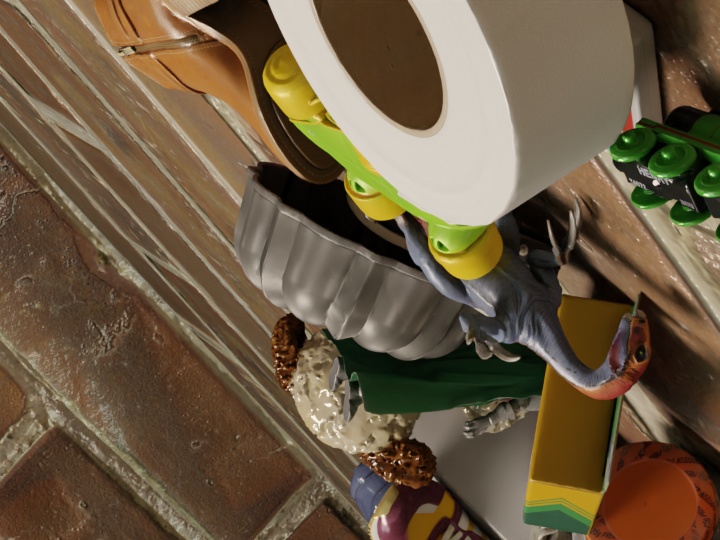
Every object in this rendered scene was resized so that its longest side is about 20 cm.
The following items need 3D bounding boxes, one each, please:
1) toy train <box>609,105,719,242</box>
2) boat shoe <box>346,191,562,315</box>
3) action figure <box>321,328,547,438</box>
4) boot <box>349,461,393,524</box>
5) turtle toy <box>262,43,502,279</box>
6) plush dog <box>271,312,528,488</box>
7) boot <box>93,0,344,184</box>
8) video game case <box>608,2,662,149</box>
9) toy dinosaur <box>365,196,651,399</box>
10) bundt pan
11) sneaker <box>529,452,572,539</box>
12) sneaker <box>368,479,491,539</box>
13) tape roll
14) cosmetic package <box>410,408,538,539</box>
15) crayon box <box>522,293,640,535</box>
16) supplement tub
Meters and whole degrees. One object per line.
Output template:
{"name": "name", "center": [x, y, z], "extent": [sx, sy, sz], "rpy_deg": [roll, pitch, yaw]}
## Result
{"name": "toy train", "center": [0.182, -0.033, 0.893], "extent": [0.200, 0.056, 0.042], "rpy_deg": [31, 155, 54]}
{"name": "boat shoe", "center": [0.063, -0.030, 1.392], "extent": [0.074, 0.060, 0.200], "rpy_deg": [6, -158, -37]}
{"name": "action figure", "center": [0.080, 0.080, 1.512], "extent": [0.118, 0.200, 0.055], "rpy_deg": [-115, 30, -55]}
{"name": "boot", "center": [0.041, 0.224, 1.845], "extent": [0.090, 0.073, 0.200], "rpy_deg": [49, 166, 22]}
{"name": "turtle toy", "center": [0.020, -0.093, 1.167], "extent": [0.200, 0.101, 0.146], "rpy_deg": [37, 171, 39]}
{"name": "plush dog", "center": [0.027, 0.069, 1.619], "extent": [0.200, 0.172, 0.160], "rpy_deg": [43, 170, 10]}
{"name": "boot", "center": [-0.096, -0.139, 1.440], "extent": [0.155, 0.074, 0.200], "rpy_deg": [-15, 107, 56]}
{"name": "video game case", "center": [0.068, -0.137, 1.036], "extent": [0.200, 0.017, 0.143], "rpy_deg": [40, 170, 23]}
{"name": "toy dinosaur", "center": [0.100, 0.002, 1.283], "extent": [0.182, 0.105, 0.200], "rpy_deg": [50, -178, -1]}
{"name": "bundt pan", "center": [0.000, 0.000, 1.468], "extent": [0.202, 0.076, 0.202], "rpy_deg": [22, -168, -5]}
{"name": "sneaker", "center": [0.164, 0.203, 1.638], "extent": [0.076, 0.200, 0.092], "rpy_deg": [0, 171, 10]}
{"name": "sneaker", "center": [0.081, 0.231, 1.695], "extent": [0.090, 0.075, 0.200], "rpy_deg": [26, 167, 36]}
{"name": "tape roll", "center": [0.032, -0.121, 0.941], "extent": [0.202, 0.071, 0.202], "rpy_deg": [46, 157, 26]}
{"name": "cosmetic package", "center": [0.109, 0.154, 1.794], "extent": [0.199, 0.123, 0.200], "rpy_deg": [44, 172, 1]}
{"name": "crayon box", "center": [0.143, 0.094, 1.379], "extent": [0.052, 0.126, 0.200], "rpy_deg": [10, 165, 5]}
{"name": "supplement tub", "center": [0.224, 0.207, 1.541], "extent": [0.123, 0.123, 0.200], "rpy_deg": [39, 169, 30]}
